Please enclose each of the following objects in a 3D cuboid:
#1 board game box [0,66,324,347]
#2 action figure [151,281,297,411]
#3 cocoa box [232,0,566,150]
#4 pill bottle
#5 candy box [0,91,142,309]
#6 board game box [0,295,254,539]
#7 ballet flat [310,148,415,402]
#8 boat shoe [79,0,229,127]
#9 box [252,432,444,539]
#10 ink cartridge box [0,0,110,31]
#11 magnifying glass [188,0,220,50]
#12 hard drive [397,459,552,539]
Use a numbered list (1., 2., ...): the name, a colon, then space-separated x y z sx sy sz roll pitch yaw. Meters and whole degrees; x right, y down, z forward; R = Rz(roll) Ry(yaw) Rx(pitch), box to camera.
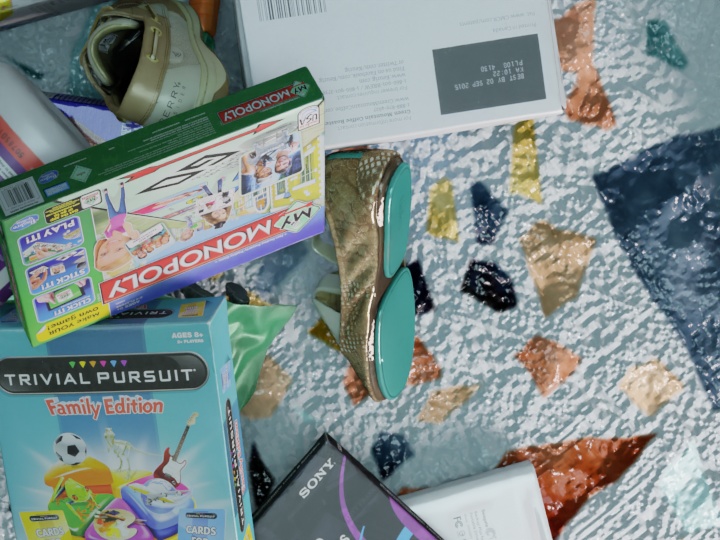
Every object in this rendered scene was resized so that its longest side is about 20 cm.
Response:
1. board game box: -0.115 -0.036 1.077 0.198 0.135 0.029 -23 59 -15
2. action figure: -0.127 0.104 1.221 0.117 0.055 0.202 9 110 -38
3. cocoa box: 0.019 -0.152 1.182 0.198 0.131 0.135 -9 96 -3
4. pill bottle: -0.253 -0.023 1.106 0.200 0.112 0.113 -43 96 0
5. candy box: -0.243 -0.036 1.200 0.198 0.077 0.171 7 95 -3
6. board game box: -0.151 0.121 1.162 0.149 0.047 0.202 -2 109 10
7. ballet flat: 0.000 0.000 1.206 0.065 0.071 0.202 15 129 20
8. boat shoe: -0.139 -0.136 1.138 0.066 0.200 0.075 20 102 -27
9. box: 0.002 0.230 1.233 0.200 0.036 0.143 42 90 -4
10. ink cartridge box: -0.254 -0.225 1.149 0.198 0.146 0.148 -15 95 -3
11. magnifying glass: -0.109 -0.136 1.210 0.022 0.080 0.202 4 83 12
12. hard drive: 0.040 0.223 1.266 0.198 0.026 0.133 -15 95 -3
